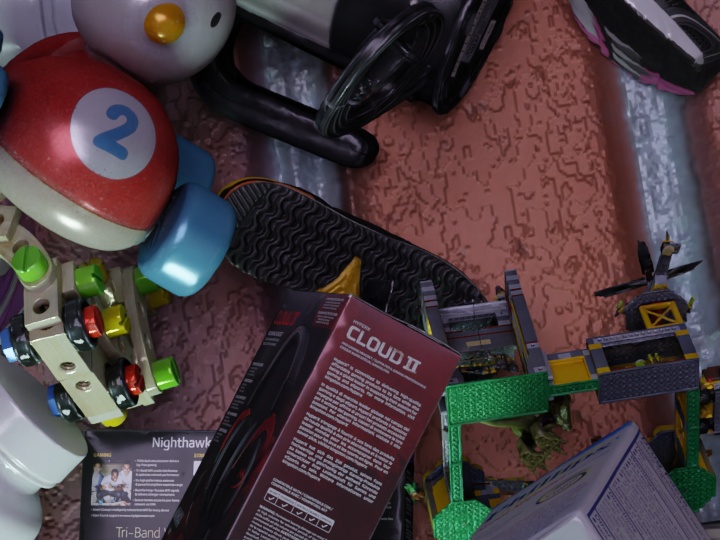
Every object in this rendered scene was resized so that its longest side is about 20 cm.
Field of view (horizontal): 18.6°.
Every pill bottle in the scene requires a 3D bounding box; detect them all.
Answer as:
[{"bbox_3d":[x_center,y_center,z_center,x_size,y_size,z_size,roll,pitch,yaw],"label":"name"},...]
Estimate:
[{"bbox_3d":[-0.259,0.147,1.301,0.200,0.111,0.111,-44,77,6],"label":"pill bottle"}]

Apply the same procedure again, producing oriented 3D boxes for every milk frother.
[{"bbox_3d":[-0.024,-0.169,1.304,0.187,0.200,0.181,26,81,12],"label":"milk frother"}]

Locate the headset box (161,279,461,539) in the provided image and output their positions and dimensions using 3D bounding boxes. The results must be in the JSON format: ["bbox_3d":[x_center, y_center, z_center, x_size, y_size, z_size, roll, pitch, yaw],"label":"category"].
[{"bbox_3d":[-0.029,0.097,1.215,0.075,0.149,0.201,29,84,-13],"label":"headset box"}]

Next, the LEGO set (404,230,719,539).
[{"bbox_3d":[0.113,0.067,1.280,0.199,0.154,0.116,-14,36,2],"label":"LEGO set"}]

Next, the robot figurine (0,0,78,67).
[{"bbox_3d":[-0.217,-0.168,1.372,0.199,0.113,0.171,-3,93,7],"label":"robot figurine"}]

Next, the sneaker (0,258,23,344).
[{"bbox_3d":[-0.279,0.052,1.336,0.072,0.114,0.201,34,86,11],"label":"sneaker"}]

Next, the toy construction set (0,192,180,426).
[{"bbox_3d":[-0.171,0.016,1.278,0.092,0.200,0.132,-25,49,21],"label":"toy construction set"}]

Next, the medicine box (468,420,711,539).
[{"bbox_3d":[0.138,0.198,1.141,0.103,0.200,0.183,-33,89,17],"label":"medicine box"}]

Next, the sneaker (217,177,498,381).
[{"bbox_3d":[0.000,0.000,1.336,0.199,0.090,0.070,30,97,-14],"label":"sneaker"}]

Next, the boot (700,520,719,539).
[{"bbox_3d":[0.217,0.221,1.262,0.202,0.073,0.155,-7,80,5],"label":"boot"}]

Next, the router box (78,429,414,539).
[{"bbox_3d":[-0.069,0.176,1.315,0.199,0.052,0.158,1,78,7],"label":"router box"}]

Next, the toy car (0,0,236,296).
[{"bbox_3d":[-0.128,-0.126,1.240,0.184,0.177,0.200,30,102,-21],"label":"toy car"}]

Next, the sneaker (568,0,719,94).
[{"bbox_3d":[0.158,-0.201,1.354,0.086,0.080,0.200,-42,82,-13],"label":"sneaker"}]
